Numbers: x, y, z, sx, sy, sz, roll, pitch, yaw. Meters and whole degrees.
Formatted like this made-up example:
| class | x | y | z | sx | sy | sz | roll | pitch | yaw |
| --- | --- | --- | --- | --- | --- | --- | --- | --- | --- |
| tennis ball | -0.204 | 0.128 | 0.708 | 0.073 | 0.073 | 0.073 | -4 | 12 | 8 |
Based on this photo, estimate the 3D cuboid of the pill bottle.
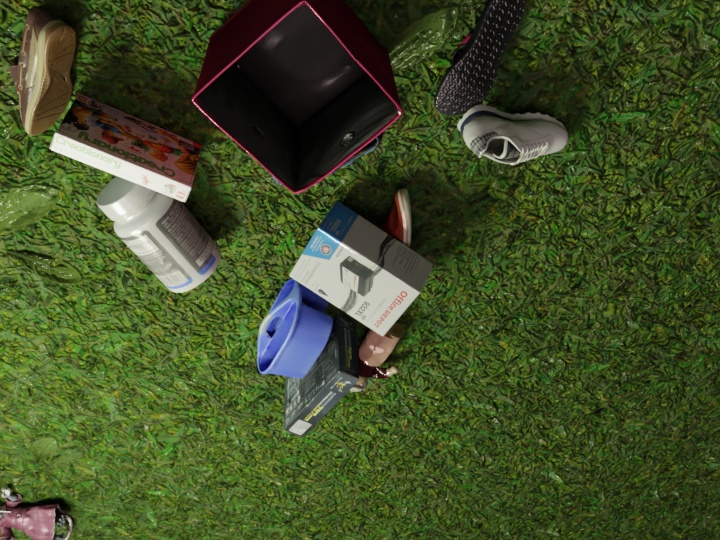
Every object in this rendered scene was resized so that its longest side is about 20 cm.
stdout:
| class | x | y | z | sx | sy | sz | roll | pitch | yaw |
| --- | --- | --- | --- | --- | --- | --- | --- | --- | --- |
| pill bottle | -0.332 | -0.068 | 1.164 | 0.114 | 0.114 | 0.200 | -23 | 127 | 15 |

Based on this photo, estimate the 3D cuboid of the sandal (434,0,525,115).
| class | x | y | z | sx | sy | sz | roll | pitch | yaw |
| --- | --- | --- | --- | --- | --- | --- | --- | --- | --- |
| sandal | 0.175 | -0.321 | 1.045 | 0.075 | 0.045 | 0.200 | 20 | 111 | -26 |

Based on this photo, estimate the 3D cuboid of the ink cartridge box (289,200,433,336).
| class | x | y | z | sx | sy | sz | roll | pitch | yaw |
| --- | --- | --- | --- | --- | --- | --- | --- | --- | --- |
| ink cartridge box | 0.000 | 0.000 | 1.206 | 0.200 | 0.084 | 0.145 | 33 | 135 | -3 |

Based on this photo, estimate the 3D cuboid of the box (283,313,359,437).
| class | x | y | z | sx | sy | sz | roll | pitch | yaw |
| --- | --- | --- | --- | --- | --- | --- | --- | --- | --- |
| box | -0.079 | 0.205 | 1.376 | 0.051 | 0.158 | 0.200 | 27 | 122 | -24 |

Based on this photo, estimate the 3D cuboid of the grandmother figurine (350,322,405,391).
| class | x | y | z | sx | sy | sz | roll | pitch | yaw |
| --- | --- | --- | --- | --- | --- | --- | --- | --- | --- |
| grandmother figurine | 0.021 | 0.179 | 1.431 | 0.121 | 0.061 | 0.200 | 34 | 127 | 4 |

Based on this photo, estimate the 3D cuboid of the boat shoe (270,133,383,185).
| class | x | y | z | sx | sy | sz | roll | pitch | yaw |
| --- | --- | --- | --- | --- | --- | --- | --- | --- | --- |
| boat shoe | -0.059 | -0.189 | 1.112 | 0.200 | 0.069 | 0.084 | -29 | 125 | 18 |

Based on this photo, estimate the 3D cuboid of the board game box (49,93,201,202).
| class | x | y | z | sx | sy | sz | roll | pitch | yaw |
| --- | --- | --- | --- | --- | --- | --- | --- | --- | --- |
| board game box | -0.345 | -0.185 | 1.058 | 0.200 | 0.126 | 0.035 | 21 | 125 | -20 |

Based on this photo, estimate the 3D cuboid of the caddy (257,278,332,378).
| class | x | y | z | sx | sy | sz | roll | pitch | yaw |
| --- | --- | --- | --- | --- | --- | --- | --- | --- | --- |
| caddy | -0.134 | 0.108 | 1.305 | 0.105 | 0.141 | 0.200 | 17 | 126 | -23 |

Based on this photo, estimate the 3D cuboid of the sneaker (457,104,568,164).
| class | x | y | z | sx | sy | sz | roll | pitch | yaw |
| --- | --- | --- | --- | --- | --- | --- | --- | --- | --- |
| sneaker | 0.246 | -0.198 | 1.096 | 0.200 | 0.081 | 0.076 | -1 | 140 | -25 |

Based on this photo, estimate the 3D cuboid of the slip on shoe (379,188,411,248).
| class | x | y | z | sx | sy | sz | roll | pitch | yaw |
| --- | --- | --- | --- | --- | --- | --- | --- | --- | --- |
| slip on shoe | 0.054 | -0.056 | 1.231 | 0.061 | 0.074 | 0.200 | 5 | 133 | -5 |

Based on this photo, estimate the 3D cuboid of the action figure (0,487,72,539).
| class | x | y | z | sx | sy | sz | roll | pitch | yaw |
| --- | --- | --- | --- | --- | --- | --- | --- | --- | --- |
| action figure | -0.811 | 0.593 | 1.705 | 0.200 | 0.134 | 0.149 | 13 | 171 | 1 |

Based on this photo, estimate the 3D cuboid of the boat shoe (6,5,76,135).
| class | x | y | z | sx | sy | sz | roll | pitch | yaw |
| --- | --- | --- | --- | --- | --- | --- | --- | --- | --- |
| boat shoe | -0.467 | -0.286 | 1.016 | 0.072 | 0.072 | 0.200 | 39 | 134 | 5 |

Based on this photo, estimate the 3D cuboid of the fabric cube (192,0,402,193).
| class | x | y | z | sx | sy | sz | roll | pitch | yaw |
| --- | --- | --- | --- | --- | --- | --- | --- | --- | --- |
| fabric cube | -0.083 | -0.268 | 0.963 | 0.196 | 0.200 | 0.200 | -34 | 123 | 21 |
